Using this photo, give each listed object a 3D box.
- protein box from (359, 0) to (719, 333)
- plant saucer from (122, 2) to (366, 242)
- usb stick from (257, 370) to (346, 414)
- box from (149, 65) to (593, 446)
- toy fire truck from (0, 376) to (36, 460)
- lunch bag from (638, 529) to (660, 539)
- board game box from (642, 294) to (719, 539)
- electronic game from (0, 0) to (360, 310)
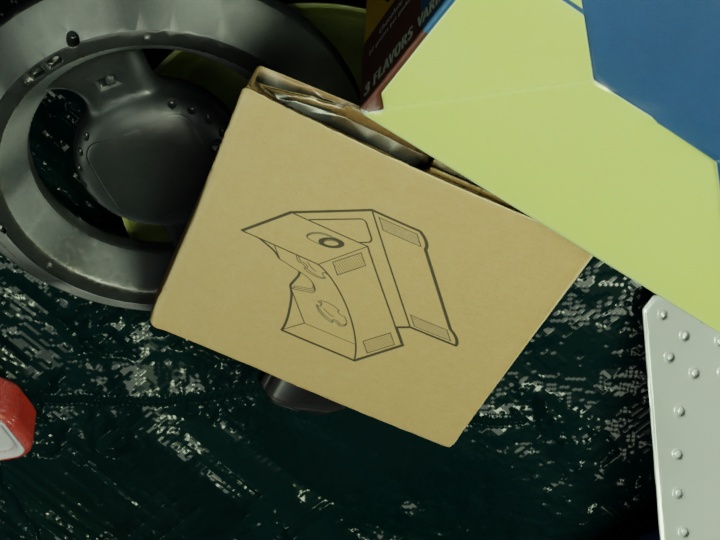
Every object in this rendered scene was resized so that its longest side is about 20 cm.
[{"bbox_3d":[0.118,-0.117,1.020,0.198,0.201,0.135,30,121,-18],"label":"protein box"},{"bbox_3d":[-0.019,-0.048,1.179,0.198,0.031,0.201,2,124,2],"label":"plant saucer"},{"bbox_3d":[0.011,-0.008,1.162,0.055,0.033,0.201,7,129,-32],"label":"usb stick"},{"bbox_3d":[0.000,0.000,1.085,0.162,0.021,0.200,23,147,-5],"label":"box"},{"bbox_3d":[-0.284,0.064,1.233,0.198,0.113,0.168,-12,142,12],"label":"toy fire truck"},{"bbox_3d":[0.176,0.246,1.317,0.170,0.124,0.200,-37,102,25],"label":"lunch bag"},{"bbox_3d":[0.241,0.106,1.180,0.199,0.026,0.202,-4,91,30],"label":"board game box"},{"bbox_3d":[-0.095,-0.057,1.131,0.198,0.042,0.201,-1,132,-1],"label":"electronic game"}]
